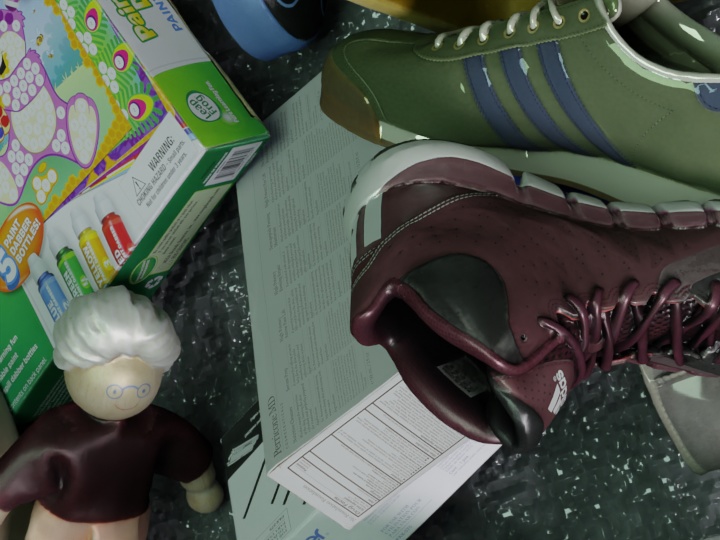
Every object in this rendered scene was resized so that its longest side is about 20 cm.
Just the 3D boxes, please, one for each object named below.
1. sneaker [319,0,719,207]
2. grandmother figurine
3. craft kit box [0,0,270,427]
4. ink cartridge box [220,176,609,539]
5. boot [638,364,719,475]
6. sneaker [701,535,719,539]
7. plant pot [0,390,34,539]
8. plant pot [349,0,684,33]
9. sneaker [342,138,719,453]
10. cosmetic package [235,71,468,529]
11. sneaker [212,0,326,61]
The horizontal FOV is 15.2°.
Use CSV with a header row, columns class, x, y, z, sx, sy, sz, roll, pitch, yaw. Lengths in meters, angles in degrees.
class,x,y,z,sx,sy,sz,roll,pitch,yaw
sneaker,0.081,-0.079,1.002,0.200,0.067,0.090,18,119,22
grandmother figurine,-0.110,0.097,1.137,0.061,0.121,0.201,35,126,41
craft kit box,-0.151,-0.068,1.163,0.198,0.048,0.200,55,132,19
ink cartridge box,0.025,0.040,1.076,0.200,0.044,0.094,-47,30,21
boot,0.206,0.033,0.993,0.200,0.073,0.182,-24,66,19
sneaker,0.143,0.187,1.012,0.076,0.080,0.201,-123,25,-55
plant pot,-0.270,0.116,1.167,0.200,0.173,0.201,10,106,36
plant pot,0.076,-0.213,0.998,0.195,0.194,0.201,-13,79,27
sneaker,0.086,0.028,0.931,0.199,0.116,0.076,11,129,0
cosmetic package,0.000,0.000,1.051,0.082,0.051,0.200,-37,35,22
sneaker,-0.023,-0.190,1.111,0.078,0.070,0.201,-5,87,34
